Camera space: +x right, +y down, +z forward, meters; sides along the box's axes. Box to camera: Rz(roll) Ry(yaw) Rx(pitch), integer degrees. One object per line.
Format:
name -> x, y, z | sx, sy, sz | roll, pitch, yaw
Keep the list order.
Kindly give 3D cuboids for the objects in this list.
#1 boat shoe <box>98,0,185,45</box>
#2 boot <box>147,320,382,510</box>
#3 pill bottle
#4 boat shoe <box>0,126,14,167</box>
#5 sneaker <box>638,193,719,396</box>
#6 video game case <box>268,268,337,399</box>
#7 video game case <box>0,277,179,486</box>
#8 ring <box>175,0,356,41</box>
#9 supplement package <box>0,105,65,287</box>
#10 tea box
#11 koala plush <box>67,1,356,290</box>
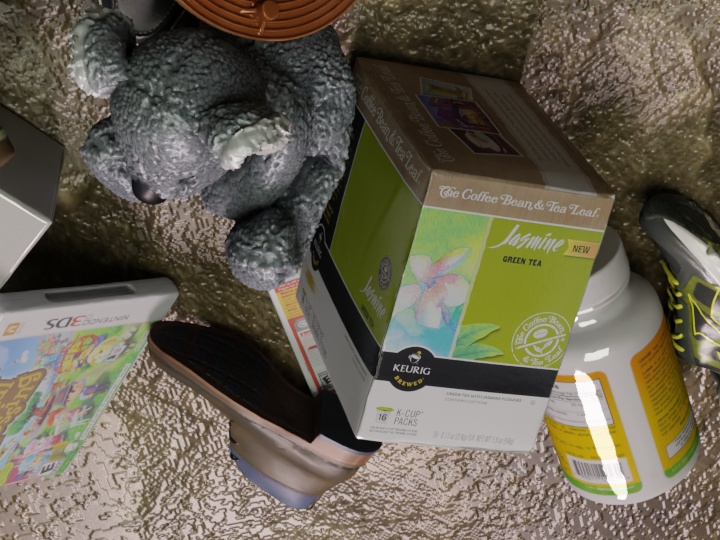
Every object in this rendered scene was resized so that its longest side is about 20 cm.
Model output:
boat shoe -> -0.126, -0.233, 1.185 | 0.074, 0.062, 0.201 | 18, 121, -15
boot -> -0.091, 0.118, 1.390 | 0.199, 0.075, 0.097 | 30, 125, -11
pill bottle -> 0.181, 0.068, 1.353 | 0.111, 0.111, 0.201 | -17, 121, 8
boat shoe -> -0.323, -0.068, 1.143 | 0.199, 0.072, 0.076 | -24, 105, 1
sneaker -> 0.260, 0.028, 1.354 | 0.084, 0.075, 0.200 | -34, 117, 18
video game case -> 0.000, 0.000, 1.359 | 0.142, 0.017, 0.201 | -17, 121, 8
video game case -> -0.244, 0.090, 1.332 | 0.182, 0.022, 0.200 | -6, 137, -53
ring -> -0.062, -0.244, 1.125 | 0.200, 0.201, 0.019 | 44, 154, -25
supplement package -> -0.322, -0.071, 1.241 | 0.200, 0.120, 0.121 | 34, 112, -21
tea box -> 0.056, -0.014, 1.224 | 0.133, 0.200, 0.198 | 6, 116, -18
koala plush -> -0.100, -0.104, 1.160 | 0.177, 0.200, 0.184 | 33, 96, 16
